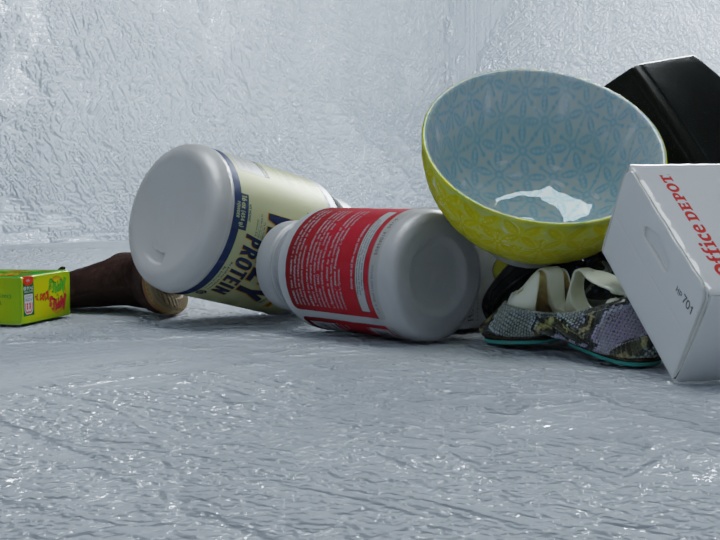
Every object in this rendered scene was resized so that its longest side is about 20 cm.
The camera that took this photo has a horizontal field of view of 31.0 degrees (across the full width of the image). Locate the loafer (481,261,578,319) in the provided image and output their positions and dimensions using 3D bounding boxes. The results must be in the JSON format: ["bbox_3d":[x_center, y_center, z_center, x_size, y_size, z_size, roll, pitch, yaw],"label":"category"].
[{"bbox_3d":[0.199,-0.003,1.125,0.200,0.068,0.070,-29,23,4],"label":"loafer"}]

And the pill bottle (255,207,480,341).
[{"bbox_3d":[0.000,0.000,1.150,0.112,0.112,0.200,-4,5,-41],"label":"pill bottle"}]

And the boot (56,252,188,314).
[{"bbox_3d":[-0.268,0.024,1.366,0.166,0.072,0.200,-14,8,1],"label":"boot"}]

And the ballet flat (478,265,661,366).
[{"bbox_3d":[0.164,0.030,1.013,0.072,0.072,0.200,-3,4,-31],"label":"ballet flat"}]

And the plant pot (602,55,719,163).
[{"bbox_3d":[0.312,-0.113,1.360,0.200,0.177,0.199,-16,-13,-47],"label":"plant pot"}]

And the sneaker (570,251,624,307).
[{"bbox_3d":[0.276,0.012,1.070,0.200,0.085,0.077,-9,45,9],"label":"sneaker"}]

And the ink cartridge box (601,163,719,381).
[{"bbox_3d":[0.292,-0.003,0.911,0.200,0.086,0.146,-2,41,-13],"label":"ink cartridge box"}]

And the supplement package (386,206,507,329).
[{"bbox_3d":[0.127,-0.008,1.251,0.200,0.114,0.110,-5,5,-41],"label":"supplement package"}]

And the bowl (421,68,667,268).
[{"bbox_3d":[0.143,-0.067,1.077,0.200,0.108,0.200,3,45,-3],"label":"bowl"}]

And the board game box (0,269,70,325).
[{"bbox_3d":[-0.405,0.025,1.302,0.200,0.048,0.102,0,4,15],"label":"board game box"}]

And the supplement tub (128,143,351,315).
[{"bbox_3d":[-0.110,-0.034,1.283,0.200,0.145,0.145,14,-7,-43],"label":"supplement tub"}]
